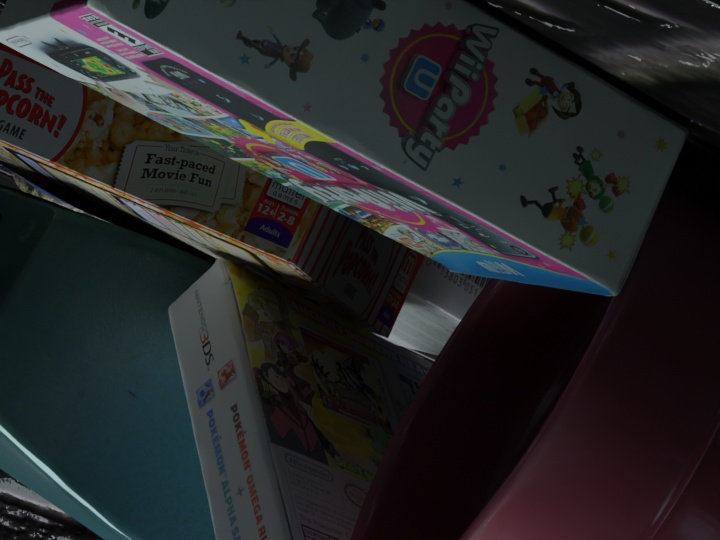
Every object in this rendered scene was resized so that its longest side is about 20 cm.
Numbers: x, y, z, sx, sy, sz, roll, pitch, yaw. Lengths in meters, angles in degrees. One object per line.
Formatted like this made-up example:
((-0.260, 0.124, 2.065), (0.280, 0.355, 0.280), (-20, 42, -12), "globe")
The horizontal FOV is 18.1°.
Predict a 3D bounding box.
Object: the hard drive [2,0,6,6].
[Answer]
((-0.055, -0.073, 1.000), (0.139, 0.033, 0.200), (22, 173, 23), "hard drive")

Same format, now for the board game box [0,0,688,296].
((-0.011, -0.065, 0.767), (0.199, 0.065, 0.147), (26, 174, -19), "board game box")

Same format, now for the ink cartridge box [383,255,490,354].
((0.000, 0.000, 1.193), (0.199, 0.057, 0.162), (17, 171, 40), "ink cartridge box")

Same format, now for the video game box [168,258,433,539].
((0.013, 0.106, 0.987), (0.200, 0.047, 0.183), (29, -145, -39), "video game box")

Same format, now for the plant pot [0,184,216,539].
((-0.116, 0.048, 1.072), (0.200, 0.142, 0.141), (37, 169, -37), "plant pot")

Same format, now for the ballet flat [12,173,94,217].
((-0.097, -0.049, 1.263), (0.199, 0.068, 0.075), (18, 160, -2), "ballet flat")

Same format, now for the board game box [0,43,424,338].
((-0.084, -0.039, 1.023), (0.199, 0.047, 0.151), (23, 174, 19), "board game box")

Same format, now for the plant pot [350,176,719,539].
((0.117, 0.089, 0.832), (0.179, 0.201, 0.200), (33, 172, -9), "plant pot")
